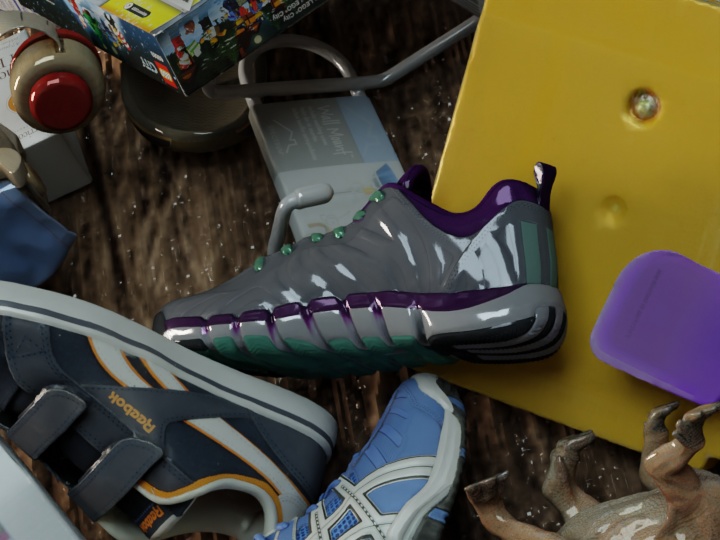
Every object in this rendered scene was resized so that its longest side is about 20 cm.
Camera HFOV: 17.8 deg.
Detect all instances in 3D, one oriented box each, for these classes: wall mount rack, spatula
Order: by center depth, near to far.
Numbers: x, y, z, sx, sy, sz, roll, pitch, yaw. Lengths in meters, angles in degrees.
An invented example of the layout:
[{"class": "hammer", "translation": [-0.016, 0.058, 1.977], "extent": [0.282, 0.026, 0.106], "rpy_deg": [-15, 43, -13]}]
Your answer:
[{"class": "spatula", "translation": [0.198, 0.050, 0.974], "extent": [0.200, 0.021, 0.057], "rpy_deg": [23, 101, 0]}, {"class": "wall mount rack", "translation": [0.022, -0.070, 1.128], "extent": [0.174, 0.075, 0.200], "rpy_deg": [-8, 52, -21]}]

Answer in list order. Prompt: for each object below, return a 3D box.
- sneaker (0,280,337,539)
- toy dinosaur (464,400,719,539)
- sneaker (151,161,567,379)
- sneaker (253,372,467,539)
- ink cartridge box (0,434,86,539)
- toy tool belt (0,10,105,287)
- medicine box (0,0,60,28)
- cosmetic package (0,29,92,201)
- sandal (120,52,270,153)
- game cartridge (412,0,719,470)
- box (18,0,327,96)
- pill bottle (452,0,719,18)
[{"class": "sneaker", "translation": [-0.109, 0.070, 1.026], "extent": [0.200, 0.078, 0.079], "rpy_deg": [22, 62, -12]}, {"class": "toy dinosaur", "translation": [0.124, 0.131, 0.961], "extent": [0.200, 0.086, 0.136], "rpy_deg": [-21, 89, 24]}, {"class": "sneaker", "translation": [0.000, 0.000, 1.038], "extent": [0.200, 0.074, 0.088], "rpy_deg": [-4, 75, 24]}, {"class": "sneaker", "translation": [-0.012, 0.126, 0.995], "extent": [0.077, 0.076, 0.200], "rpy_deg": [25, 64, 2]}, {"class": "ink cartridge box", "translation": [-0.228, 0.123, 1.032], "extent": [0.163, 0.057, 0.200], "rpy_deg": [-39, 98, -8]}, {"class": "toy tool belt", "translation": [-0.194, -0.019, 1.116], "extent": [0.200, 0.125, 0.123], "rpy_deg": [-41, 35, 13]}, {"class": "medicine box", "translation": [-0.246, -0.247, 1.260], "extent": [0.200, 0.182, 0.103], "rpy_deg": [21, 66, 28]}, {"class": "cosmetic package", "translation": [-0.249, -0.047, 1.213], "extent": [0.200, 0.051, 0.083], "rpy_deg": [-25, 55, 2]}, {"class": "sandal", "translation": [-0.093, -0.147, 1.222], "extent": [0.082, 0.055, 0.200], "rpy_deg": [-10, 56, 13]}, {"class": "game cartridge", "translation": [0.117, -0.027, 1.024], "extent": [0.176, 0.032, 0.200], "rpy_deg": [20, 102, 23]}, {"class": "box", "translation": [-0.085, -0.162, 1.151], "extent": [0.137, 0.038, 0.200], "rpy_deg": [-36, 33, -16]}, {"class": "pill bottle", "translation": [0.136, -0.137, 1.089], "extent": [0.200, 0.113, 0.113], "rpy_deg": [34, 73, 18]}]
